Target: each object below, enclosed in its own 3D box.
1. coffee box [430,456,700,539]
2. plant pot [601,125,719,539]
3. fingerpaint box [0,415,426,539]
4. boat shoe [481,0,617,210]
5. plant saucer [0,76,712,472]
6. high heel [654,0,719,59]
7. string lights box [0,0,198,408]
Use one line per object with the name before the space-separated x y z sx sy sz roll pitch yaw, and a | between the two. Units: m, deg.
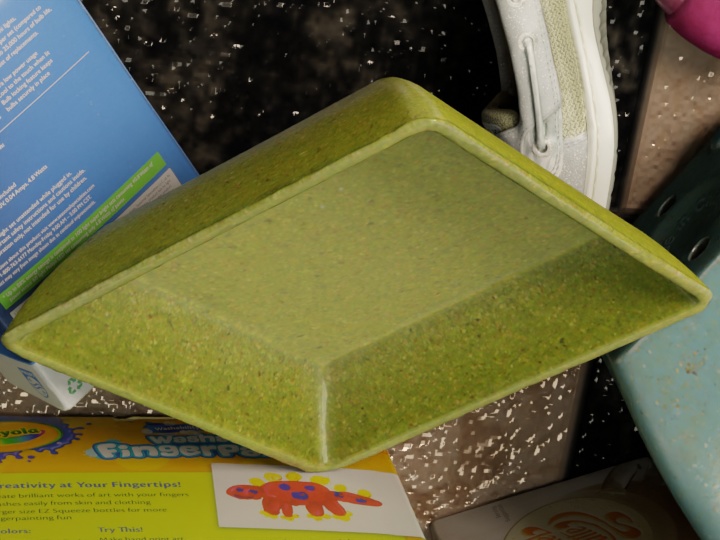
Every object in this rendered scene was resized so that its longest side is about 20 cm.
coffee box | 0.114 0.175 0.936 0.114 0.200 0.080 -17 116 -5
plant pot | 0.205 0.042 0.912 0.200 0.196 0.196 39 101 -12
fingerpaint box | -0.077 0.129 0.891 0.200 0.167 0.074 1 114 -14
boat shoe | 0.068 -0.089 0.883 0.065 0.074 0.202 -5 111 -4
plant saucer | 0.000 0.000 0.809 0.199 0.048 0.200 -26 147 28
high heel | 0.191 -0.177 0.871 0.096 0.067 0.200 35 117 -14
string lights box | -0.143 -0.056 0.823 0.103 0.059 0.200 -44 120 -19
